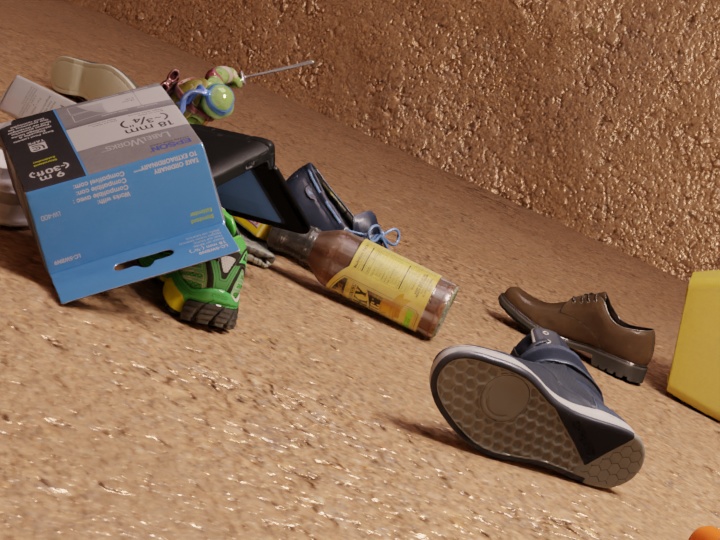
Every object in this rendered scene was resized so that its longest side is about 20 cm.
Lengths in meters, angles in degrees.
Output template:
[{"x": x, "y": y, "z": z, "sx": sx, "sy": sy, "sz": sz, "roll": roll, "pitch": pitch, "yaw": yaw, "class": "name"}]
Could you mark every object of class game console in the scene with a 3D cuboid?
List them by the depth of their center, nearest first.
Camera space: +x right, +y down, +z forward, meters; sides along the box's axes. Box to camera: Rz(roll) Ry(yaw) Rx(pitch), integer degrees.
[{"x": -0.172, "y": -0.075, "z": 1.243, "sx": 0.198, "sy": 0.118, "sz": 0.175, "roll": 14, "pitch": 30, "yaw": 30, "class": "game console"}]

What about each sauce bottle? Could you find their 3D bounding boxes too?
[{"x": 0.000, "y": 0.000, "z": 1.368, "sx": 0.198, "sy": 0.065, "sz": 0.065, "roll": 26, "pitch": 10, "yaw": 9, "class": "sauce bottle"}]

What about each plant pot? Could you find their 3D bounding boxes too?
[{"x": 0.467, "y": 0.089, "z": 1.609, "sx": 0.174, "sy": 0.203, "sz": 0.200, "roll": 13, "pitch": 7, "yaw": 14, "class": "plant pot"}]

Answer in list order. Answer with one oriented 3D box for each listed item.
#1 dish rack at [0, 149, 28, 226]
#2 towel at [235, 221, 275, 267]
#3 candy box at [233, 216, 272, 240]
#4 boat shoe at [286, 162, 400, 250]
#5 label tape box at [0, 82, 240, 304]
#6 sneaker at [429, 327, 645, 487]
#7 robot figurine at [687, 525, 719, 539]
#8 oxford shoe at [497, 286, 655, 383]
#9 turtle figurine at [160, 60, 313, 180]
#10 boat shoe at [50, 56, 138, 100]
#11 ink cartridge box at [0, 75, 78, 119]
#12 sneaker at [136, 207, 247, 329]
[{"x": -0.356, "y": -0.098, "z": 1.192, "sx": 0.198, "sy": 0.044, "sz": 0.172, "roll": 24, "pitch": 10, "yaw": 11, "class": "dish rack"}, {"x": -0.202, "y": -0.063, "z": 1.406, "sx": 0.198, "sy": 0.035, "sz": 0.193, "roll": 20, "pitch": 13, "yaw": -28, "class": "towel"}, {"x": -0.109, "y": -0.062, "z": 1.473, "sx": 0.102, "sy": 0.027, "sz": 0.200, "roll": 40, "pitch": 7, "yaw": 16, "class": "candy box"}, {"x": -0.009, "y": -0.039, "z": 1.455, "sx": 0.200, "sy": 0.069, "sz": 0.084, "roll": 42, "pitch": 8, "yaw": 8, "class": "boat shoe"}, {"x": -0.192, "y": -0.068, "z": 1.049, "sx": 0.143, "sy": 0.064, "sz": 0.200, "roll": -17, "pitch": 34, "yaw": -16, "class": "label tape box"}, {"x": 0.122, "y": 0.090, "z": 1.088, "sx": 0.201, "sy": 0.077, "sz": 0.147, "roll": 28, "pitch": 17, "yaw": -26, "class": "sneaker"}, {"x": 0.242, "y": 0.205, "z": 0.669, "sx": 0.199, "sy": 0.116, "sz": 0.145, "roll": 33, "pitch": -29, "yaw": 47, "class": "robot figurine"}, {"x": 0.261, "y": 0.056, "z": 1.610, "sx": 0.198, "sy": 0.085, "sz": 0.073, "roll": 23, "pitch": 12, "yaw": 16, "class": "oxford shoe"}, {"x": -0.179, "y": -0.164, "z": 1.574, "sx": 0.192, "sy": 0.146, "sz": 0.199, "roll": -3, "pitch": 4, "yaw": 44, "class": "turtle figurine"}, {"x": -0.376, "y": -0.270, "z": 1.981, "sx": 0.200, "sy": 0.073, "sz": 0.060, "roll": 25, "pitch": 14, "yaw": 37, "class": "boat shoe"}, {"x": -0.272, "y": -0.135, "z": 1.463, "sx": 0.199, "sy": 0.057, "sz": 0.162, "roll": 31, "pitch": -1, "yaw": 28, "class": "ink cartridge box"}, {"x": -0.133, "y": -0.020, "z": 1.137, "sx": 0.077, "sy": 0.086, "sz": 0.200, "roll": 17, "pitch": 10, "yaw": -26, "class": "sneaker"}]
